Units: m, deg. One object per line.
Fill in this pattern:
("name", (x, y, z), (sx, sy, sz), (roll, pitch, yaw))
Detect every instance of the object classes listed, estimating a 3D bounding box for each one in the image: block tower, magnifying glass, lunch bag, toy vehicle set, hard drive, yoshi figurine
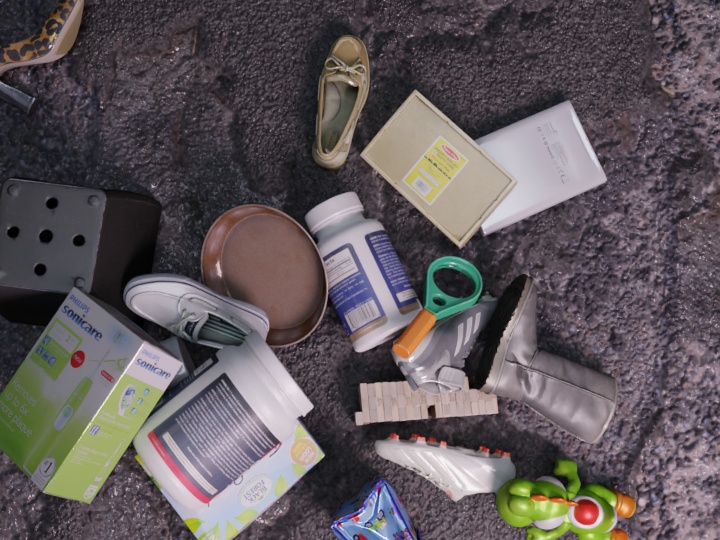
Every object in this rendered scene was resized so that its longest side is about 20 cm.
("block tower", (0.088, 0.178, 1.243), (0.197, 0.054, 0.059), (-5, 80, -3))
("magnifying glass", (0.099, 0.047, 1.192), (0.079, 0.023, 0.200), (32, 48, 11))
("lunch bag", (0.055, 0.372, 1.161), (0.094, 0.151, 0.201), (-38, 84, -7))
("toy vehicle set", (0.111, -0.145, 1.288), (0.200, 0.027, 0.124), (44, 94, 11))
("hard drive", (0.241, -0.150, 1.314), (0.198, 0.025, 0.133), (-23, 82, -5))
("yoshi figurine", (0.261, 0.315, 1.201), (0.198, 0.113, 0.113), (20, 120, -25))

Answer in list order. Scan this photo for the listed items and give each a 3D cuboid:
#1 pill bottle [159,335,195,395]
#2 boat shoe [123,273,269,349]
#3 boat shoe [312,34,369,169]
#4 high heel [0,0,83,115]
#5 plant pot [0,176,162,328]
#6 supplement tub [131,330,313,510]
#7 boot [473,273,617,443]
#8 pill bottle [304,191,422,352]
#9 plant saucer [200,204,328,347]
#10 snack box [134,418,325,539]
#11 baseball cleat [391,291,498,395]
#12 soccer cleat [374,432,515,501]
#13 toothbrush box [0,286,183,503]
("pill bottle", (-0.319, 0.166, 1.202), (0.198, 0.120, 0.121), (-24, 82, -5))
("boat shoe", (-0.215, 0.059, 1.185), (0.197, 0.067, 0.074), (13, 121, -12))
("boat shoe", (-0.030, -0.250, 1.304), (0.072, 0.063, 0.203), (15, 81, 1))
("high heel", (-0.495, -0.345, 1.300), (0.141, 0.071, 0.202), (29, 90, -3))
("plant pot", (-0.391, -0.028, 1.202), (0.197, 0.177, 0.202), (8, 81, -1))
("supplement tub", (-0.172, 0.185, 1.124), (0.199, 0.140, 0.141), (-38, 84, -7))
("boot", (0.266, 0.121, 1.222), (0.198, 0.073, 0.184), (20, 91, -11))
("pill bottle", (0.000, 0.000, 1.240), (0.110, 0.111, 0.202), (-25, 82, -5))
("plant saucer", (-0.127, 0.005, 1.232), (0.198, 0.034, 0.203), (9, 111, 23))
("snack box", (-0.172, 0.250, 1.218), (0.199, 0.068, 0.169), (-39, 83, -6))
("baseball cleat", (0.128, 0.106, 1.224), (0.198, 0.070, 0.107), (-23, 83, -33))
("soccer cleat", (0.113, 0.270, 1.224), (0.197, 0.069, 0.079), (11, 84, -3))
("toothbrush box", (-0.332, 0.147, 1.072), (0.145, 0.086, 0.201), (30, 82, 32))
